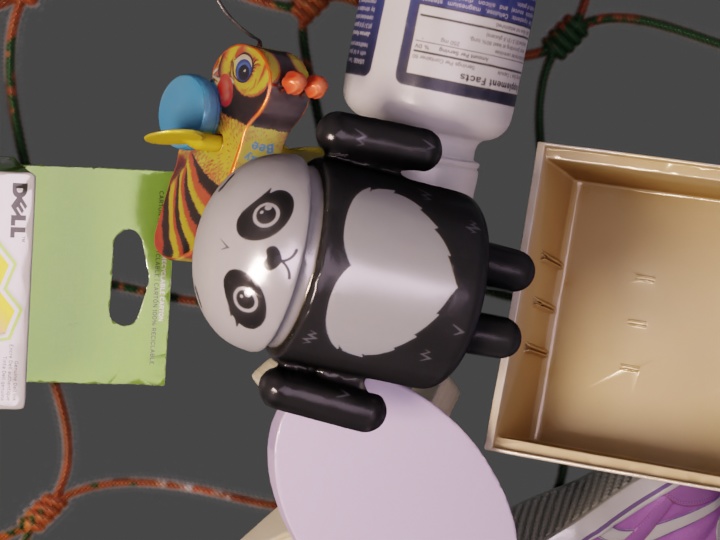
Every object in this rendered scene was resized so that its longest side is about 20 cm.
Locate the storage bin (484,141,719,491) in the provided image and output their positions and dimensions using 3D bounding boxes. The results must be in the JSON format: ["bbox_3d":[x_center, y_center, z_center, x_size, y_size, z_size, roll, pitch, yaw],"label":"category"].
[{"bbox_3d":[0.202,0.036,1.268,0.198,0.094,0.201,9,85,20],"label":"storage bin"}]

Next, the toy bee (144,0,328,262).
[{"bbox_3d":[-0.074,-0.096,1.207,0.131,0.109,0.201,-21,115,-37],"label":"toy bee"}]

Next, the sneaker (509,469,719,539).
[{"bbox_3d":[0.169,0.202,1.362,0.200,0.073,0.115,-24,108,-13],"label":"sneaker"}]

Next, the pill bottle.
[{"bbox_3d":[0.050,-0.146,1.247,0.111,0.111,0.201,10,96,-19],"label":"pill bottle"}]

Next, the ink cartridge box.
[{"bbox_3d":[-0.208,0.007,1.207,0.199,0.076,0.148,2,98,-16],"label":"ink cartridge box"}]

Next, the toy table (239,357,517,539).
[{"bbox_3d":[0.006,0.142,1.276,0.183,0.117,0.200,-30,106,-11],"label":"toy table"}]

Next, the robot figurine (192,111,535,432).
[{"bbox_3d":[0.000,0.001,1.167,0.199,0.151,0.125,13,139,-17],"label":"robot figurine"}]
